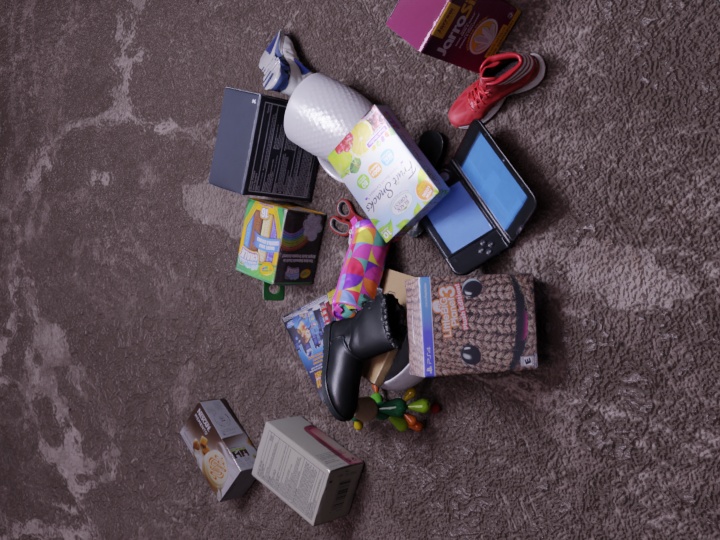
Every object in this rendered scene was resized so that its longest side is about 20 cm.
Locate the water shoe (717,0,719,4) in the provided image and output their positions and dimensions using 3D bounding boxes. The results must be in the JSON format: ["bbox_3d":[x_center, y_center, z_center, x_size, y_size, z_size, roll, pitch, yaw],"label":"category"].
[{"bbox_3d":[0.516,-0.445,1.171,0.071,0.078,0.202,-36,67,34],"label":"water shoe"}]

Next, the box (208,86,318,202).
[{"bbox_3d":[-0.190,-0.257,1.697,0.122,0.197,0.203,20,101,38],"label":"box"}]

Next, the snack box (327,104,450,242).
[{"bbox_3d":[0.047,-0.173,1.468,0.142,0.053,0.201,-43,73,30],"label":"snack box"}]

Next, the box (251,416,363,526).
[{"bbox_3d":[-0.109,0.404,1.678,0.199,0.108,0.130,28,108,37],"label":"box"}]

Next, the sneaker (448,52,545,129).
[{"bbox_3d":[0.208,-0.317,1.409,0.199,0.115,0.079,-35,68,35],"label":"sneaker"}]

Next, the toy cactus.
[{"bbox_3d":[0.033,0.250,1.527,0.198,0.164,0.104,1,80,33],"label":"toy cactus"}]

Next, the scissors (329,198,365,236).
[{"bbox_3d":[0.009,-0.085,1.638,0.199,0.014,0.074,28,103,41],"label":"scissors"}]

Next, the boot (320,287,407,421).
[{"bbox_3d":[0.009,0.143,1.421,0.161,0.073,0.201,-28,53,35],"label":"boot"}]

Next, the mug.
[{"bbox_3d":[-0.040,-0.262,1.619,0.174,0.147,0.202,32,140,24],"label":"mug"}]

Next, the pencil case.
[{"bbox_3d":[0.000,0.000,1.559,0.088,0.088,0.202,-15,51,39],"label":"pencil case"}]

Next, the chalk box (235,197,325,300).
[{"bbox_3d":[-0.172,-0.038,1.728,0.123,0.124,0.203,20,101,38],"label":"chalk box"}]

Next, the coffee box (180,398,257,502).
[{"bbox_3d":[-0.316,0.405,1.874,0.201,0.079,0.115,52,120,28],"label":"coffee box"}]

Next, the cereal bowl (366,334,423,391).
[{"bbox_3d":[0.091,0.131,1.502,0.200,0.083,0.202,-43,31,34],"label":"cereal bowl"}]

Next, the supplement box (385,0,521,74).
[{"bbox_3d":[0.160,-0.430,1.397,0.103,0.199,0.132,47,119,30],"label":"supplement box"}]

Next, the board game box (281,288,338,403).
[{"bbox_3d":[-0.050,0.154,1.662,0.199,0.061,0.203,-27,74,36],"label":"board game box"}]

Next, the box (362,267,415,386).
[{"bbox_3d":[0.039,0.098,1.510,0.202,0.021,0.163,-64,27,-4],"label":"box"}]

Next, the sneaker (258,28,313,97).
[{"bbox_3d":[-0.147,-0.416,1.742,0.081,0.114,0.201,-45,33,28],"label":"sneaker"}]

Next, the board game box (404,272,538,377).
[{"bbox_3d":[0.182,0.089,1.365,0.097,0.197,0.162,160,106,-78],"label":"board game box"}]

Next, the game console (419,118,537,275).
[{"bbox_3d":[0.184,-0.124,1.419,0.171,0.119,0.201,-31,65,0],"label":"game console"}]

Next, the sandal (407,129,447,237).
[{"bbox_3d":[0.106,-0.163,1.539,0.075,0.048,0.203,20,103,40],"label":"sandal"}]
